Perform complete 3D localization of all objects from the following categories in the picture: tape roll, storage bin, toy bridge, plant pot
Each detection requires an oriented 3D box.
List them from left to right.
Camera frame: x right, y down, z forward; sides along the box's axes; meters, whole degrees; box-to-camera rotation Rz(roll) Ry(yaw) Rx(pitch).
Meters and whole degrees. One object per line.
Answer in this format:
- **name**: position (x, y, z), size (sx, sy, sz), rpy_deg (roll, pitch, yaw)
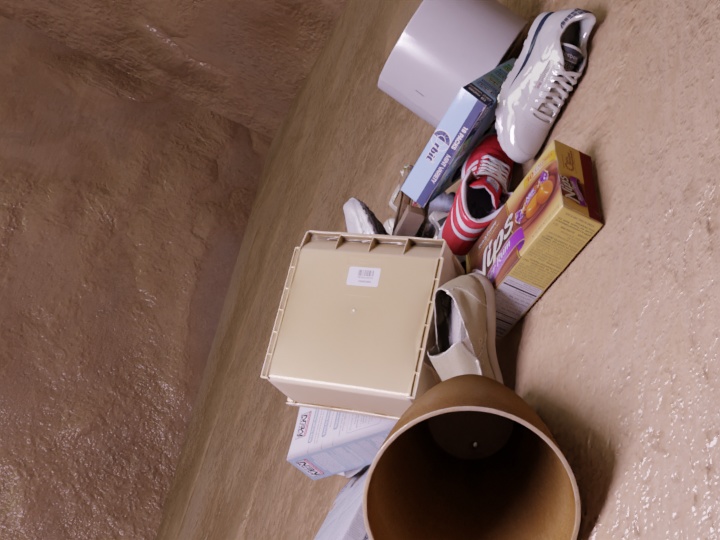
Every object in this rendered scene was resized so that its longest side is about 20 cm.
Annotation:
- **storage bin**: position (0.007, 0.064, 1.158), size (0.094, 0.197, 0.201), rpy_deg (49, -129, -57)
- **toy bridge**: position (0.062, -0.057, 1.314), size (0.201, 0.027, 0.068), rpy_deg (-86, 18, -49)
- **tape roll**: position (0.134, -0.317, 1.433), size (0.204, 0.138, 0.203), rpy_deg (-55, -2, -3)
- **plant pot**: position (0.103, 0.175, 0.914), size (0.188, 0.184, 0.200), rpy_deg (-63, 1, 17)

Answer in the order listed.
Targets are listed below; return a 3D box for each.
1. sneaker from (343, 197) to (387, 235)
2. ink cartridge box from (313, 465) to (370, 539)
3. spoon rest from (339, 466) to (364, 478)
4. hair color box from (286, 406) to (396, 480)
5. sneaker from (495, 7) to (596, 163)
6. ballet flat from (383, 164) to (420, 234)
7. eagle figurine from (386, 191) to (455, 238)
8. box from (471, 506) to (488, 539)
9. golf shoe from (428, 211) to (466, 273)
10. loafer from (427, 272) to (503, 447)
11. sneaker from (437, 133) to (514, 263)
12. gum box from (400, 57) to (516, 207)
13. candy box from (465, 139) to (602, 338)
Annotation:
- **sneaker**: position (0.000, 0.000, 1.334), size (0.078, 0.098, 0.203), rpy_deg (26, -136, -68)
- **ink cartridge box**: position (-0.015, 0.339, 1.297), size (0.197, 0.043, 0.200), rpy_deg (-54, 0, 44)
- **spoon rest**: position (-0.009, 0.260, 1.396), size (0.100, 0.061, 0.200), rpy_deg (-50, 10, -28)
- **hair color box**: position (-0.001, 0.201, 1.290), size (0.198, 0.061, 0.100), rpy_deg (-23, 38, 35)
- **sneaker**: position (0.232, -0.232, 1.216), size (0.080, 0.076, 0.203), rpy_deg (17, 89, 58)
- **ballet flat**: position (0.072, -0.086, 1.594), size (0.076, 0.063, 0.203), rpy_deg (-39, 33, 61)
- **eagle figurine**: position (0.078, -0.020, 1.414), size (0.199, 0.151, 0.152), rpy_deg (-40, 58, -5)
- **box**: position (0.096, 0.311, 0.979), size (0.200, 0.036, 0.144), rpy_deg (-102, 37, -68)
- **golf shoe**: position (0.099, 0.020, 1.295), size (0.077, 0.087, 0.203), rpy_deg (-154, 85, -74)
- **loafer**: position (0.110, 0.103, 1.063), size (0.075, 0.067, 0.203), rpy_deg (-22, 68, 57)
- **sneaker**: position (0.161, -0.114, 1.227), size (0.113, 0.070, 0.202), rpy_deg (116, 178, -61)
- **gum box**: position (0.148, -0.191, 1.329), size (0.200, 0.044, 0.171), rpy_deg (-40, -15, -54)
- **candy box**: position (0.189, -0.033, 1.098), size (0.201, 0.056, 0.118), rpy_deg (-55, 20, 40)
